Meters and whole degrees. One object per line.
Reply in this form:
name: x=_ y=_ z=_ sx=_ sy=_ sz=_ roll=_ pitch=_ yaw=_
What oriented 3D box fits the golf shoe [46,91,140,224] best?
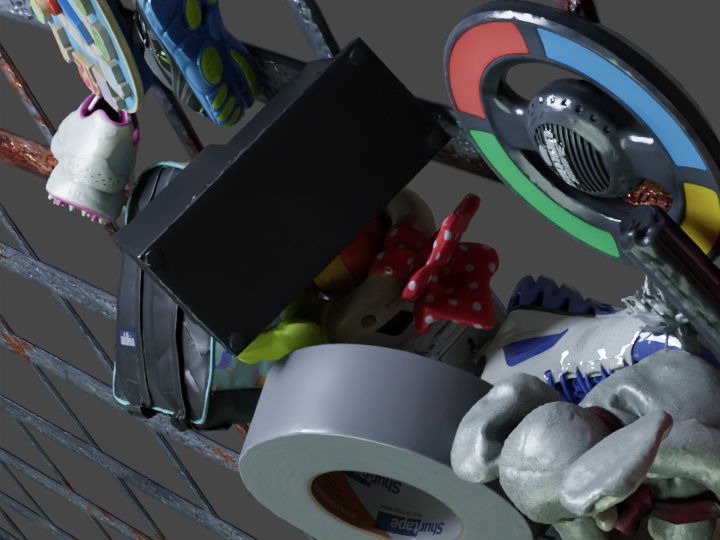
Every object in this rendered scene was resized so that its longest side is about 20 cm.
golf shoe: x=-0.205 y=-0.107 z=1.493 sx=0.075 sy=0.092 sz=0.200 roll=19 pitch=-163 yaw=-15

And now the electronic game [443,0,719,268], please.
electronic game: x=0.129 y=-0.074 z=1.055 sx=0.200 sy=0.042 sz=0.200 roll=35 pitch=158 yaw=16

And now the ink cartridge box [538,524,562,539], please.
ink cartridge box: x=0.176 y=0.209 z=1.299 sx=0.144 sy=0.200 sz=0.084 roll=24 pitch=149 yaw=37

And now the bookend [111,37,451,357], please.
bookend: x=-0.062 y=-0.053 z=1.258 sx=0.092 sy=0.199 sz=0.200 roll=46 pitch=173 yaw=-12

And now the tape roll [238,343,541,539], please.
tape roll: x=0.024 y=0.126 z=1.200 sx=0.199 sy=0.066 sz=0.201 roll=14 pitch=151 yaw=8

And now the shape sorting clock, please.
shape sorting clock: x=-0.220 y=-0.202 z=1.361 sx=0.200 sy=0.039 sz=0.200 roll=50 pitch=168 yaw=15

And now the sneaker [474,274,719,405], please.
sneaker: x=0.145 y=0.075 z=1.208 sx=0.199 sy=0.115 sz=0.081 roll=10 pitch=144 yaw=52

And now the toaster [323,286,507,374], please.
toaster: x=0.045 y=0.069 z=1.374 sx=0.200 sy=0.114 sz=0.130 roll=11 pitch=140 yaw=53

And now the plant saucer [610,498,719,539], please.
plant saucer: x=0.228 y=0.194 z=1.189 sx=0.200 sy=0.201 sz=0.037 roll=24 pitch=163 yaw=37

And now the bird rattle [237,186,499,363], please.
bird rattle: x=0.000 y=0.000 z=1.260 sx=0.112 sy=0.200 sz=0.163 roll=32 pitch=-154 yaw=-31

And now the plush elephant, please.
plush elephant: x=0.150 y=0.118 z=1.073 sx=0.165 sy=0.154 sz=0.201 roll=19 pitch=132 yaw=65

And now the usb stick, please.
usb stick: x=0.216 y=0.041 z=1.029 sx=0.200 sy=0.033 sz=0.055 roll=45 pitch=-171 yaw=-10

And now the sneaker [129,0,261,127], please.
sneaker: x=-0.132 y=-0.174 z=1.267 sx=0.082 sy=0.071 sz=0.200 roll=21 pitch=154 yaw=28

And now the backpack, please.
backpack: x=-0.110 y=0.012 z=1.450 sx=0.175 sy=0.153 sz=0.201 roll=8 pitch=104 yaw=59
